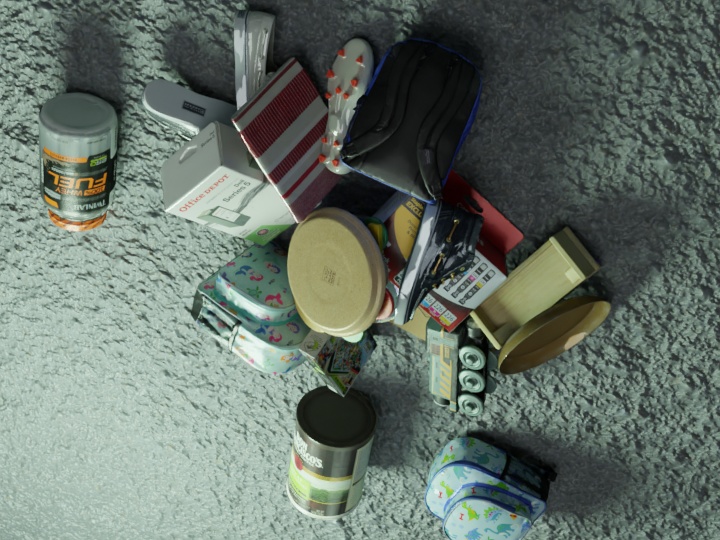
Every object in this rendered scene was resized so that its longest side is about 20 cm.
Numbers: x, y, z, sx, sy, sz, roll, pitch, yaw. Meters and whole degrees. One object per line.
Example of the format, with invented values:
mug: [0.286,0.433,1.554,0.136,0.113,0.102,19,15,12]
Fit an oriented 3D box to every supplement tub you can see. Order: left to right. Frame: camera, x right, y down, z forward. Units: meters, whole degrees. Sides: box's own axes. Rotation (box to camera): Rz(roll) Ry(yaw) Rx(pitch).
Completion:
supplement tub: [-0.451,-0.170,1.781,0.121,0.123,0.201,16,130,6]

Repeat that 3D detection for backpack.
backpack: [-0.150,0.061,1.803,0.200,0.177,0.151,41,134,11]
backpack: [0.072,-0.216,1.547,0.161,0.168,0.202,22,97,-1]
backpack: [0.216,0.403,1.978,0.199,0.147,0.184,29,128,-1]

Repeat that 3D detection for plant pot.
plant pot: [0.294,0.095,1.718,0.200,0.199,0.028,-48,61,38]

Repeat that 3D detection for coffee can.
coffee can: [-0.053,0.330,2.011,0.145,0.147,0.201,15,130,7]

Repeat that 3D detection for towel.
towel: [-0.095,-0.189,1.624,0.023,0.144,0.201,15,146,47]

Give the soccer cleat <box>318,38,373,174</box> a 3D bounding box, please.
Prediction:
soccer cleat: [-0.012,-0.240,1.624,0.069,0.077,0.202,27,116,34]

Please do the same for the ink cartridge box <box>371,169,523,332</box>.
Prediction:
ink cartridge box: [0.123,-0.041,1.685,0.200,0.084,0.176,39,112,-13]

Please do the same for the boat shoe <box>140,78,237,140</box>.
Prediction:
boat shoe: [-0.245,-0.226,1.709,0.198,0.072,0.068,22,165,-16]

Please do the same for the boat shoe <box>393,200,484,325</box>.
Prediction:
boat shoe: [0.112,-0.001,1.618,0.090,0.071,0.202,17,114,-1]

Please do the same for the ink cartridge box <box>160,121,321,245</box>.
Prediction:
ink cartridge box: [-0.181,-0.128,1.687,0.199,0.085,0.145,18,141,-42]

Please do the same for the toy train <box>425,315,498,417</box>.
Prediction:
toy train: [0.162,0.152,1.821,0.113,0.085,0.202,17,132,23]

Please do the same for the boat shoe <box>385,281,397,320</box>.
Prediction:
boat shoe: [-0.014,-0.005,1.745,0.062,0.072,0.201,-33,91,41]

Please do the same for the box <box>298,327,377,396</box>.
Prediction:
box: [-0.034,0.124,1.816,0.035,0.111,0.200,28,166,23]

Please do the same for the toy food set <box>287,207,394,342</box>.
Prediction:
toy food set: [-0.031,0.006,1.656,0.197,0.048,0.202,10,106,39]

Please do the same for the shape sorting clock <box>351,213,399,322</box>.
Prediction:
shape sorting clock: [0.000,0.000,1.797,0.198,0.039,0.202,12,122,20]

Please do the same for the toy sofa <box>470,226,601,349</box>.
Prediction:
toy sofa: [0.268,0.025,1.712,0.200,0.097,0.083,-44,80,31]

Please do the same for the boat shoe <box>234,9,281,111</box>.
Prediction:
boat shoe: [-0.136,-0.282,1.631,0.085,0.075,0.204,3,121,4]

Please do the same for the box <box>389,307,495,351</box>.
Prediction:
box: [0.147,0.061,1.821,0.199,0.021,0.164,28,129,-2]
